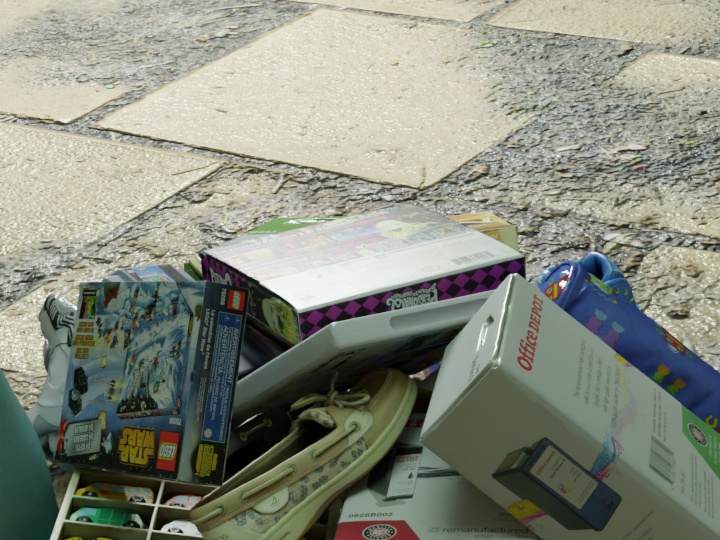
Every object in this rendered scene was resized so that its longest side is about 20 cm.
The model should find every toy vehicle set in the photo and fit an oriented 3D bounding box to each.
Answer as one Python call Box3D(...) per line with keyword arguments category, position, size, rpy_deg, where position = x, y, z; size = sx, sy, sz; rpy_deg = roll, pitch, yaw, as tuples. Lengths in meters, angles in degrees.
Box3D(category="toy vehicle set", position=(-0.118, 0.194, 1.456), size=(0.198, 0.027, 0.124), rpy_deg=(7, 25, -1))

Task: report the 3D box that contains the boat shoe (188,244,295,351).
Box3D(category="boat shoe", position=(-0.064, 0.023, 1.690), size=(0.066, 0.072, 0.200), rpy_deg=(-51, 47, -7))

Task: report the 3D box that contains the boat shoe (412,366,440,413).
Box3D(category="boat shoe", position=(0.135, 0.113, 1.548), size=(0.199, 0.071, 0.069), rpy_deg=(20, 44, 23))

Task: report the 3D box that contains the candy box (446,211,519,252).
Box3D(category="candy box", position=(0.074, -0.013, 1.812), size=(0.114, 0.056, 0.200), rpy_deg=(-9, 5, -2))

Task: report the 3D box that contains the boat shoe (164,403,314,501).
Box3D(category="boat shoe", position=(-0.097, 0.132, 1.598), size=(0.200, 0.061, 0.072), rpy_deg=(-19, -16, -45))

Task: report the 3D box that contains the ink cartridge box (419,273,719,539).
Box3D(category="ink cartridge box", position=(0.147, 0.114, 1.375), size=(0.200, 0.088, 0.146), rpy_deg=(39, 24, -9))

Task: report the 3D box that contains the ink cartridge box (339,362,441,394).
Box3D(category="ink cartridge box", position=(0.061, 0.082, 1.697), size=(0.196, 0.047, 0.200), rpy_deg=(-10, 23, -8))

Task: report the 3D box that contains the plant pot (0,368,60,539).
Box3D(category="plant pot", position=(-0.314, 0.142, 1.455), size=(0.198, 0.189, 0.200), rpy_deg=(-3, 24, 1))

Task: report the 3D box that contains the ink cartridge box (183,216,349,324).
Box3D(category="ink cartridge box", position=(-0.070, -0.002, 1.850), size=(0.103, 0.060, 0.200), rpy_deg=(-2, 12, 22))

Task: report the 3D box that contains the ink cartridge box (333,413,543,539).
Box3D(category="ink cartridge box", position=(0.063, 0.181, 1.428), size=(0.145, 0.084, 0.200), rpy_deg=(-1, 25, 9))

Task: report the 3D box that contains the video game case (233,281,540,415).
Box3D(category="video game case", position=(0.012, 0.060, 1.521), size=(0.181, 0.024, 0.200), rpy_deg=(-11, -12, -31))

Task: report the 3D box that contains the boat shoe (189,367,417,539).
Box3D(category="boat shoe", position=(-0.035, 0.127, 1.420), size=(0.200, 0.063, 0.073), rpy_deg=(-46, 15, -32))

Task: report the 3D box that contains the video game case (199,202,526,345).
Box3D(category="video game case", position=(0.000, 0.000, 1.596), size=(0.199, 0.036, 0.181), rpy_deg=(-14, 21, -26))

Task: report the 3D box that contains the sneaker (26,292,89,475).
Box3D(category="sneaker", position=(-0.236, 0.091, 1.635), size=(0.115, 0.075, 0.200), rpy_deg=(-57, 27, -5))

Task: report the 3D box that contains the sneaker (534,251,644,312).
Box3D(category="sneaker", position=(0.205, 0.047, 1.606), size=(0.199, 0.106, 0.076), rpy_deg=(11, 22, -32))

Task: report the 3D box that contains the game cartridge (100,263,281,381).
Box3D(category="game cartridge", position=(-0.138, 0.046, 1.658), size=(0.130, 0.038, 0.200), rpy_deg=(44, 10, 7))

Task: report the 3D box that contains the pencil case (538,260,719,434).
Box3D(category="pencil case", position=(0.207, 0.080, 1.526), size=(0.200, 0.087, 0.078), rpy_deg=(37, 17, -9))

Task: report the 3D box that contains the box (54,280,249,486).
Box3D(category="box", position=(-0.152, 0.078, 1.455), size=(0.040, 0.138, 0.199), rpy_deg=(12, -6, -32))
